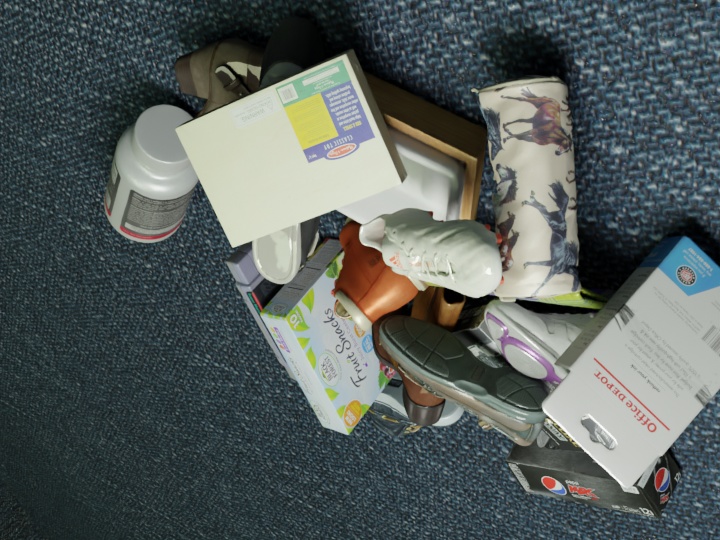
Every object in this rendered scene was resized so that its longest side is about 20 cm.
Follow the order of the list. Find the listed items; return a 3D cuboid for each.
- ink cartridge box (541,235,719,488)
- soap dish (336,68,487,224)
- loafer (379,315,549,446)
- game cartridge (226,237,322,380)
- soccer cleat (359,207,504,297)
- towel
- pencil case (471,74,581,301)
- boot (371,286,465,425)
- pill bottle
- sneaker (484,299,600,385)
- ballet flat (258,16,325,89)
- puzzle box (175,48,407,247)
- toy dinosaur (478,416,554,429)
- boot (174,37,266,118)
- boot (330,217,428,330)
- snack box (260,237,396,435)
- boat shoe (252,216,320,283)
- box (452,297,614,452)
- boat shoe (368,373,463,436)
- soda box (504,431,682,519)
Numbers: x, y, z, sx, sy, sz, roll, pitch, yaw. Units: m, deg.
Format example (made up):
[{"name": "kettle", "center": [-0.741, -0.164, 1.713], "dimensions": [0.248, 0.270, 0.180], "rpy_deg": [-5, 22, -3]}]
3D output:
[{"name": "ink cartridge box", "center": [0.258, 0.081, 1.023], "dimensions": [0.116, 0.200, 0.067], "rpy_deg": [43, 178, -3]}, {"name": "soap dish", "center": [0.037, -0.110, 1.154], "dimensions": [0.199, 0.081, 0.158], "rpy_deg": [29, 147, 21]}, {"name": "loafer", "center": [0.100, 0.118, 1.175], "dimensions": [0.198, 0.072, 0.063], "rpy_deg": [28, 130, 21]}, {"name": "game cartridge", "center": [-0.080, 0.028, 1.415], "dimensions": [0.038, 0.130, 0.201], "rpy_deg": [9, 138, 41]}, {"name": "soccer cleat", "center": [0.063, -0.016, 1.025], "dimensions": [0.200, 0.077, 0.070], "rpy_deg": [-152, 55, -66]}, {"name": "towel", "center": [0.173, 0.018, 1.139], "dimensions": [0.143, 0.023, 0.199], "rpy_deg": [7, -179, -45]}, {"name": "pencil case", "center": [0.148, -0.068, 0.998], "dimensions": [0.089, 0.077, 0.203], "rpy_deg": [8, 106, 58]}, {"name": "boot", "center": [0.062, 0.046, 1.306], "dimensions": [0.067, 0.189, 0.202], "rpy_deg": [-1, 130, -9]}, {"name": "pill bottle", "center": [-0.262, -0.125, 1.446], "dimensions": [0.110, 0.111, 0.200], "rpy_deg": [40, 150, 1]}, {"name": "sneaker", "center": [0.215, 0.072, 1.151], "dimensions": [0.199, 0.101, 0.075], "rpy_deg": [30, 162, -12]}, {"name": "ballet flat", "center": [-0.080, -0.161, 1.177], "dimensions": [0.073, 0.073, 0.202], "rpy_deg": [30, 126, 18]}, {"name": "puzzle box", "center": [-0.067, -0.114, 1.092], "dimensions": [0.198, 0.025, 0.134], "rpy_deg": [-18, 105, 24]}, {"name": "toy dinosaur", "center": [0.150, 0.143, 1.257], "dimensions": [0.087, 0.048, 0.200], "rpy_deg": [28, 169, -3]}, {"name": "boot", "center": [-0.123, -0.173, 1.276], "dimensions": [0.145, 0.071, 0.201], "rpy_deg": [10, 145, 30]}, {"name": "boot", "center": [0.000, 0.000, 1.266], "dimensions": [0.075, 0.107, 0.200], "rpy_deg": [46, 179, -23]}, {"name": "snack box", "center": [-0.029, 0.082, 1.412], "dimensions": [0.053, 0.142, 0.201], "rpy_deg": [11, 139, 43]}, {"name": "boat shoe", "center": [-0.069, -0.084, 1.160], "dimensions": [0.073, 0.060, 0.202], "rpy_deg": [15, 122, 19]}, {"name": "box", "center": [0.194, 0.117, 1.251], "dimensions": [0.200, 0.050, 0.158], "rpy_deg": [44, 169, -3]}, {"name": "boat shoe", "center": [0.073, 0.182, 1.504], "dimensions": [0.199, 0.071, 0.091], "rpy_deg": [15, 143, 48]}, {"name": "soda box", "center": [0.270, 0.229, 1.329], "dimensions": [0.199, 0.071, 0.064], "rpy_deg": [1, 136, 49]}]
